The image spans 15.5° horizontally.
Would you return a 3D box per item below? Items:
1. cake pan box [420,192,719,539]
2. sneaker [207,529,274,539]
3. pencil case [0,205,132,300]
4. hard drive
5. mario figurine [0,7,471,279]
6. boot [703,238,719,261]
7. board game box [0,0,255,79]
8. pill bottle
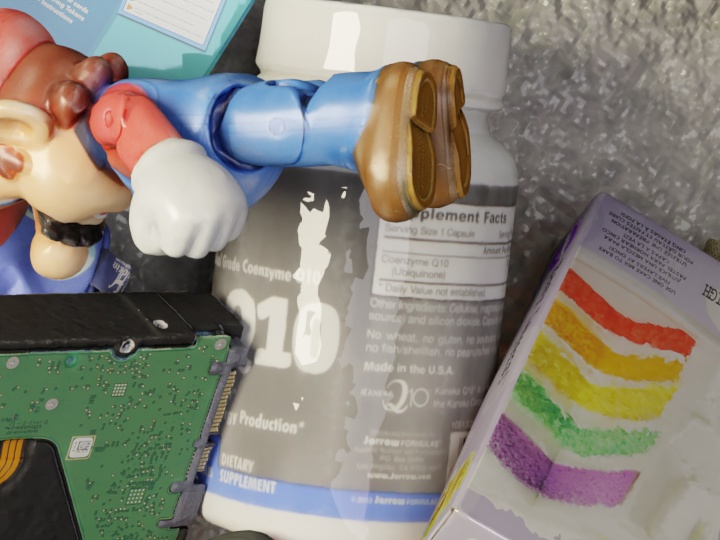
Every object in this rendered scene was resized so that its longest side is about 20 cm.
[{"bbox_3d":[0.136,0.088,0.972,0.200,0.052,0.184,32,48,-1],"label":"cake pan box"},{"bbox_3d":[-0.051,0.180,1.003,0.087,0.074,0.200,1,121,-35],"label":"sneaker"},{"bbox_3d":[-0.189,-0.010,0.967,0.200,0.087,0.078,19,124,-16],"label":"pencil case"},{"bbox_3d":[-0.144,0.074,0.933,0.200,0.038,0.140,-1,121,-38],"label":"hard drive"},{"bbox_3d":[-0.065,-0.028,0.907,0.200,0.123,0.106,1,61,19],"label":"mario figurine"},{"bbox_3d":[0.205,0.083,1.097,0.200,0.073,0.156,21,89,-12],"label":"boot"},{"bbox_3d":[-0.100,-0.150,0.996,0.151,0.047,0.200,33,86,-17],"label":"board game box"},{"bbox_3d":[0.000,0.000,1.006,0.114,0.114,0.200,5,94,-16],"label":"pill bottle"}]
